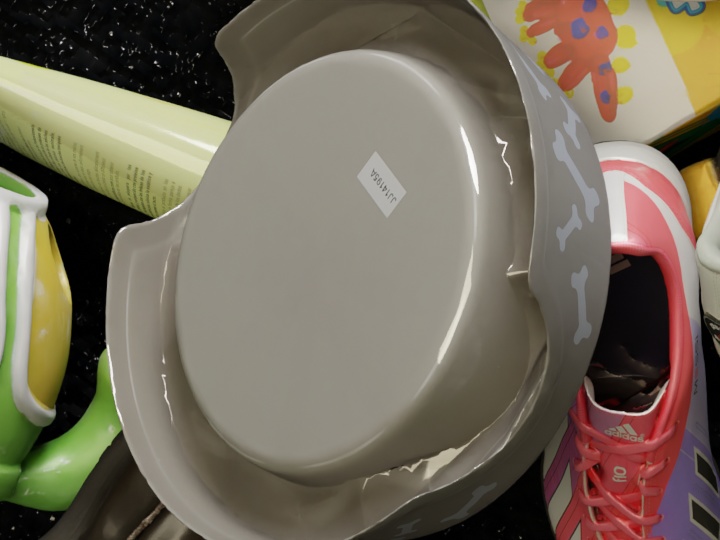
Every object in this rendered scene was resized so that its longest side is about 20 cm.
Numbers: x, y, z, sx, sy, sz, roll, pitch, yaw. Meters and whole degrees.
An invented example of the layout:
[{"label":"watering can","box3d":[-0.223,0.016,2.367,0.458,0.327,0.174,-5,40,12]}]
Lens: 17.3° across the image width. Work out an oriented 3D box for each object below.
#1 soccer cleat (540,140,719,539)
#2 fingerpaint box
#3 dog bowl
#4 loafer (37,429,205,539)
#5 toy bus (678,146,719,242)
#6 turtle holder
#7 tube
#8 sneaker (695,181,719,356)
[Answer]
[{"label":"soccer cleat","box3d":[0.094,0.058,0.837,0.068,0.073,0.201,-2,115,9]},{"label":"fingerpaint box","box3d":[0.059,-0.127,0.882,0.166,0.073,0.201,-30,81,14]},{"label":"dog bowl","box3d":[0.000,0.000,0.799,0.199,0.058,0.202,-14,69,41]},{"label":"loafer","box3d":[-0.079,0.114,0.913,0.200,0.073,0.072,-46,64,20]},{"label":"toy bus","box3d":[0.216,-0.039,0.841,0.199,0.065,0.079,-22,84,14]},{"label":"turtle holder","box3d":[-0.165,0.024,0.907,0.185,0.141,0.132,27,95,16]},{"label":"tube","box3d":[-0.078,-0.045,0.923,0.199,0.052,0.058,19,122,12]},{"label":"sneaker","box3d":[0.170,-0.061,0.769,0.074,0.089,0.201,20,75,30]}]
